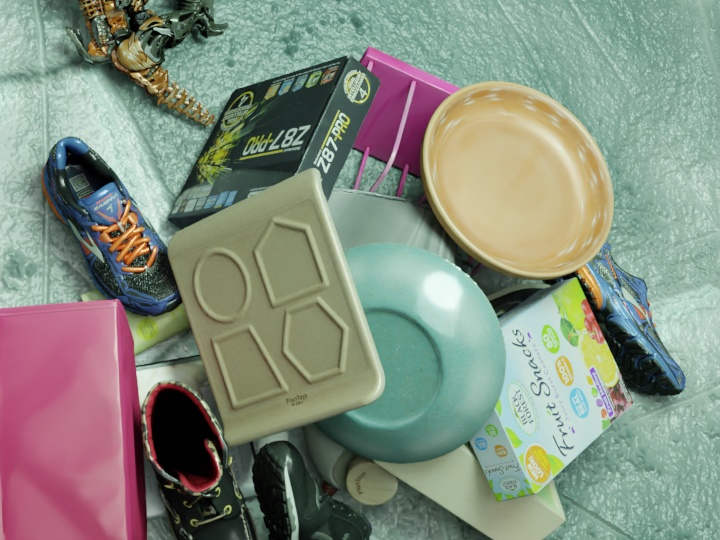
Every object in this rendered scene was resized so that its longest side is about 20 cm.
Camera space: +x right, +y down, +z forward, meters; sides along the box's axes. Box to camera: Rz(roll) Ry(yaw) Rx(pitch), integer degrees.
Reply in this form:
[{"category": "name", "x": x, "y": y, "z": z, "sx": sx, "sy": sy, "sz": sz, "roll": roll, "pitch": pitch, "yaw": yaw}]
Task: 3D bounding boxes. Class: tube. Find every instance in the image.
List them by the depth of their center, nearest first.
[{"category": "tube", "x": -0.160, "y": 0.023, "z": 1.197, "sx": 0.200, "sy": 0.052, "sz": 0.058, "roll": -21, "pitch": 38, "yaw": -16}]

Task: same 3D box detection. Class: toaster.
[{"category": "toaster", "x": 0.000, "y": 0.000, "z": 1.155, "sx": 0.199, "sy": 0.114, "sz": 0.129, "roll": 11, "pitch": 37, "yaw": 10}]

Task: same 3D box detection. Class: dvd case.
[{"category": "dvd case", "x": -0.200, "y": 0.159, "z": 1.160, "sx": 0.199, "sy": 0.018, "sz": 0.143, "roll": -9, "pitch": 79, "yaw": -20}]

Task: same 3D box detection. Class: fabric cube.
[{"category": "fabric cube", "x": -0.283, "y": 0.146, "z": 1.024, "sx": 0.199, "sy": 0.196, "sz": 0.200, "roll": -4, "pitch": 78, "yaw": -8}]

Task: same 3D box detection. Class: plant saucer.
[{"category": "plant saucer", "x": 0.023, "y": 0.078, "z": 1.066, "sx": 0.200, "sy": 0.039, "sz": 0.202, "roll": 4, "pitch": 104, "yaw": 14}, {"category": "plant saucer", "x": 0.142, "y": -0.081, "z": 1.163, "sx": 0.200, "sy": 0.037, "sz": 0.201, "roll": 10, "pitch": 64, "yaw": -20}]

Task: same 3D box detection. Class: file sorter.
[{"category": "file sorter", "x": 0.060, "y": -0.097, "z": 1.237, "sx": 0.200, "sy": 0.139, "sz": 0.126, "roll": 23, "pitch": 57, "yaw": -11}]

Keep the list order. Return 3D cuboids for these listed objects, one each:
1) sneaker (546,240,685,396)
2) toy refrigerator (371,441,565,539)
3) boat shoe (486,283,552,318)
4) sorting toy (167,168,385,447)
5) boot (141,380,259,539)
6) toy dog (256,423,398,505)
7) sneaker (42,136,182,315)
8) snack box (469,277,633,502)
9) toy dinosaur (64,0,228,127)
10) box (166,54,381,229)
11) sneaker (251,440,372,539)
[{"category": "sneaker", "x": 0.283, "y": 0.046, "z": 1.321, "sx": 0.078, "sy": 0.075, "sz": 0.200, "roll": -35, "pitch": 90, "yaw": -26}, {"category": "toy refrigerator", "x": 0.101, "y": 0.181, "z": 1.177, "sx": 0.200, "sy": 0.070, "sz": 0.076, "roll": 36, "pitch": 23, "yaw": -25}, {"category": "boat shoe", "x": 0.137, "y": 0.062, "z": 1.250, "sx": 0.200, "sy": 0.072, "sz": 0.068, "roll": -10, "pitch": 45, "yaw": -35}, {"category": "sorting toy", "x": -0.073, "y": 0.035, "z": 1.064, "sx": 0.036, "sy": 0.185, "sz": 0.201, "roll": -6, "pitch": 77, "yaw": -53}, {"category": "boot", "x": -0.138, "y": 0.186, "z": 1.077, "sx": 0.073, "sy": 0.151, "sz": 0.200, "roll": -18, "pitch": 80, "yaw": -11}, {"category": "toy dog", "x": -0.054, "y": 0.151, "z": 1.172, "sx": 0.200, "sy": 0.132, "sz": 0.096, "roll": 46, "pitch": 105, "yaw": 3}, {"category": "sneaker", "x": -0.232, "y": -0.041, "z": 1.147, "sx": 0.075, "sy": 0.078, "sz": 0.200, "roll": -37, "pitch": 76, "yaw": -20}, {"category": "snack box", "x": 0.168, "y": 0.108, "z": 1.175, "sx": 0.200, "sy": 0.053, "sz": 0.143, "roll": -28, "pitch": 93, "yaw": -47}, {"category": "toy dinosaur", "x": -0.211, "y": -0.235, "z": 1.240, "sx": 0.136, "sy": 0.102, "sz": 0.200, "roll": -38, "pitch": 123, "yaw": -9}, {"category": "box", "x": -0.084, "y": -0.111, "z": 1.176, "sx": 0.049, "sy": 0.200, "sz": 0.162, "roll": 35, "pitch": 67, "yaw": -32}, {"category": "sneaker", "x": -0.038, "y": 0.224, "z": 1.128, "sx": 0.087, "sy": 0.076, "sz": 0.200, "roll": -23, "pitch": 124, "yaw": -20}]
